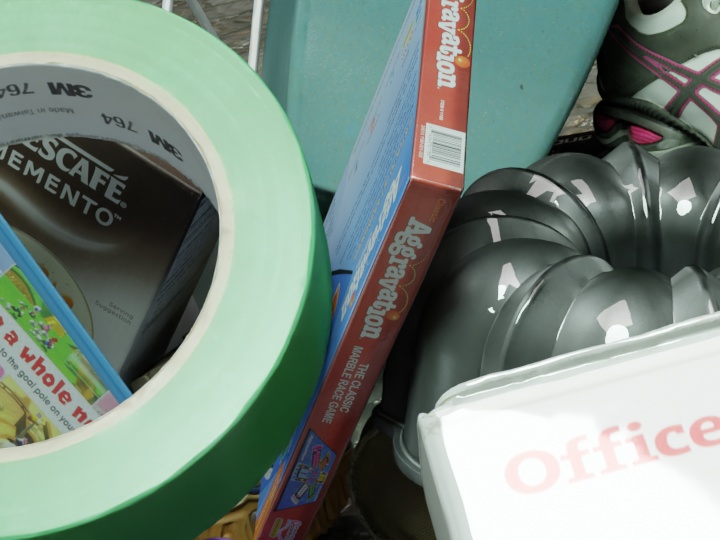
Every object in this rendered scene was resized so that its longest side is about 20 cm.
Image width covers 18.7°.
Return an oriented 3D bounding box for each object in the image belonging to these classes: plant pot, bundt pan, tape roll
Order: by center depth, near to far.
[{"bbox_3d":[-0.109,0.003,0.708,0.198,0.048,0.202,-4,61,6],"label":"tape roll"},{"bbox_3d":[0.102,0.013,0.736,0.200,0.076,0.202,-2,22,1],"label":"bundt pan"},{"bbox_3d":[0.031,-0.111,0.915,0.140,0.202,0.141,16,-11,-7],"label":"plant pot"}]

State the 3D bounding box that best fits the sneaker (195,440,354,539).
[{"bbox_3d":[-0.102,0.090,0.851,0.198,0.076,0.088,-17,17,-13],"label":"sneaker"}]

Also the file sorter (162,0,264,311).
[{"bbox_3d":[-0.074,-0.065,1.078,0.198,0.139,0.125,-8,55,16],"label":"file sorter"}]

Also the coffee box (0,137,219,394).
[{"bbox_3d":[-0.127,-0.008,0.898,0.114,0.201,0.080,31,38,5],"label":"coffee box"}]

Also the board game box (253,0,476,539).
[{"bbox_3d":[0.000,0.000,0.742,0.019,0.201,0.104,15,48,-8],"label":"board game box"}]

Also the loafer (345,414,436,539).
[{"bbox_3d":[0.063,0.085,0.751,0.199,0.077,0.067,6,22,44],"label":"loafer"}]

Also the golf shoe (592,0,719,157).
[{"bbox_3d":[0.165,-0.079,0.882,0.077,0.089,0.199,-25,26,-34],"label":"golf shoe"}]

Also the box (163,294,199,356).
[{"bbox_3d":[-0.146,-0.017,0.984,0.121,0.201,0.048,-3,29,27],"label":"box"}]

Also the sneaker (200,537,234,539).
[{"bbox_3d":[-0.050,0.126,0.701,0.080,0.089,0.200,-15,19,2],"label":"sneaker"}]

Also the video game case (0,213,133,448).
[{"bbox_3d":[-0.170,0.086,0.747,0.199,0.144,0.018,-37,3,-14],"label":"video game case"}]

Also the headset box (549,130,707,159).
[{"bbox_3d":[0.136,-0.007,0.942,0.147,0.078,0.200,-8,20,13],"label":"headset box"}]

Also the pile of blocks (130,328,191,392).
[{"bbox_3d":[-0.029,0.032,0.948,0.082,0.062,0.200,-32,6,17],"label":"pile of blocks"}]

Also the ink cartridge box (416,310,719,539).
[{"bbox_3d":[0.106,0.112,0.503,0.144,0.085,0.201,-14,57,-1],"label":"ink cartridge box"}]
